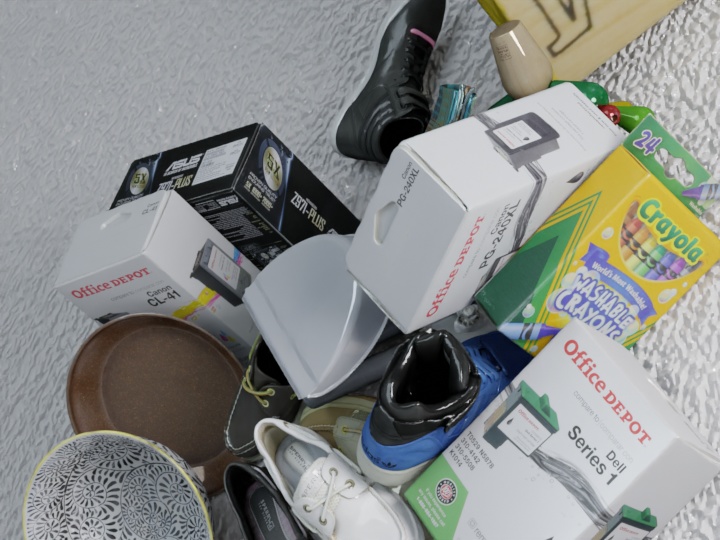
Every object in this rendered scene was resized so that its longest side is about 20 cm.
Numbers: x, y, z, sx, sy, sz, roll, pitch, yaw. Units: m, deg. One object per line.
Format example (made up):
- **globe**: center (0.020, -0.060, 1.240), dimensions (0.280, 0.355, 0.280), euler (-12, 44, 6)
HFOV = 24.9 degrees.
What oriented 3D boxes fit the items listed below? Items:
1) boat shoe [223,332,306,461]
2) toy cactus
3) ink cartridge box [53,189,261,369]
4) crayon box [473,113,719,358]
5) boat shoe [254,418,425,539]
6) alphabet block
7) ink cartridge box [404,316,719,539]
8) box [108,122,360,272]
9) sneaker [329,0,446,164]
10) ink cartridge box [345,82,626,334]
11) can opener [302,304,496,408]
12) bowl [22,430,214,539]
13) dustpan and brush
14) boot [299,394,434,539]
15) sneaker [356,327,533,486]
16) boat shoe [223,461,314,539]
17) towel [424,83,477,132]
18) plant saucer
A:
- **boat shoe**: center (-0.074, 0.087, 1.479), dimensions (0.072, 0.060, 0.202), euler (42, 109, 30)
- **toy cactus**: center (0.152, -0.132, 1.407), dimensions (0.199, 0.166, 0.102), euler (-2, 34, 51)
- **ink cartridge box**: center (-0.179, 0.027, 1.604), dimensions (0.147, 0.200, 0.086), euler (-17, 43, 39)
- **crayon box**: center (0.202, -0.009, 1.293), dimensions (0.200, 0.125, 0.052), euler (-47, 39, 10)
- **boat shoe**: center (-0.027, 0.184, 1.334), dimensions (0.199, 0.069, 0.071), euler (33, 86, 46)
- **alphabet block**: center (0.180, -0.317, 1.462), dimensions (0.199, 0.197, 0.196), euler (-37, 39, 5)
- **ink cartridge box**: center (0.153, 0.159, 1.244), dimensions (0.200, 0.084, 0.146), euler (-48, 48, 10)
- **box**: center (-0.129, -0.047, 1.633), dimensions (0.198, 0.164, 0.087), euler (-12, 45, 42)
- **sneaker**: center (0.052, -0.191, 1.636), dimensions (0.099, 0.070, 0.202), euler (32, 93, 50)
- **ink cartridge box**: center (0.100, -0.050, 1.294), dimensions (0.083, 0.199, 0.146), euler (47, 137, 23)
- **can opener**: center (0.036, 0.064, 1.426), dimensions (0.198, 0.067, 0.053), euler (-24, 80, -9)
- **bowl**: center (-0.211, 0.237, 1.551), dimensions (0.200, 0.202, 0.094), euler (-35, -2, 23)
- **dustpan and brush**: center (0.000, 0.000, 1.383), dimensions (0.200, 0.057, 0.140), euler (-50, 50, 20)
- **boot**: center (0.004, 0.191, 1.404), dimensions (0.198, 0.072, 0.156), euler (-3, 63, 45)
- **sneaker**: center (0.084, 0.084, 1.303), dimensions (0.199, 0.112, 0.077), euler (-29, 62, -30)
- **boat shoe**: center (-0.076, 0.246, 1.457), dimensions (0.067, 0.057, 0.200), euler (-46, 39, 10)
- **towel**: center (0.064, -0.100, 1.483), dimensions (0.200, 0.021, 0.148), euler (-108, 37, -82)
- **plant saucer**: center (-0.187, 0.129, 1.581), dimensions (0.200, 0.201, 0.037), euler (-35, 10, 23)
